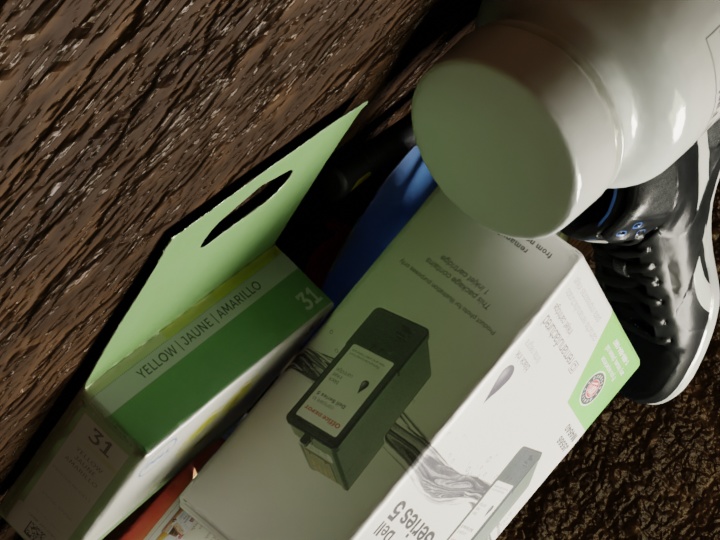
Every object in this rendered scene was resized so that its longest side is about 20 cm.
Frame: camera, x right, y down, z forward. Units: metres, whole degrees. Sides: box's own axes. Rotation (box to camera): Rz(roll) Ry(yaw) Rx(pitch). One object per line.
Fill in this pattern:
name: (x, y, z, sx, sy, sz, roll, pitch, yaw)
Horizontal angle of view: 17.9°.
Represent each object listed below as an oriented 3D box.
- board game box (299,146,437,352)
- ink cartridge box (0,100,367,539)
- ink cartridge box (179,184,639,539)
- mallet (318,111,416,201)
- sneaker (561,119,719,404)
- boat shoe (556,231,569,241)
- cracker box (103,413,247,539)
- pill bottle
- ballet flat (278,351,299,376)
board game box: (0.000, 0.000, 1.185, 0.158, 0.039, 0.201, -52, 160, -26)
ink cartridge box: (-0.065, 0.030, 0.978, 0.145, 0.048, 0.200, -39, 172, -47)
ink cartridge box: (0.027, 0.073, 1.067, 0.200, 0.084, 0.146, -50, 153, -6)
mallet: (0.045, -0.078, 1.092, 0.200, 0.041, 0.066, -36, 171, -33)
sneaker: (0.130, -0.012, 1.155, 0.112, 0.073, 0.202, -24, 128, -47)
boat shoe: (0.098, -0.067, 1.182, 0.063, 0.073, 0.201, 60, 51, -67)
cracker box: (-0.060, 0.155, 1.182, 0.134, 0.058, 0.200, -47, 129, 11)
pill bottle: (0.116, -0.103, 1.022, 0.200, 0.114, 0.115, -41, 172, -36)
ballet flat: (-0.018, 0.056, 1.390, 0.070, 0.068, 0.200, -21, 169, -7)
